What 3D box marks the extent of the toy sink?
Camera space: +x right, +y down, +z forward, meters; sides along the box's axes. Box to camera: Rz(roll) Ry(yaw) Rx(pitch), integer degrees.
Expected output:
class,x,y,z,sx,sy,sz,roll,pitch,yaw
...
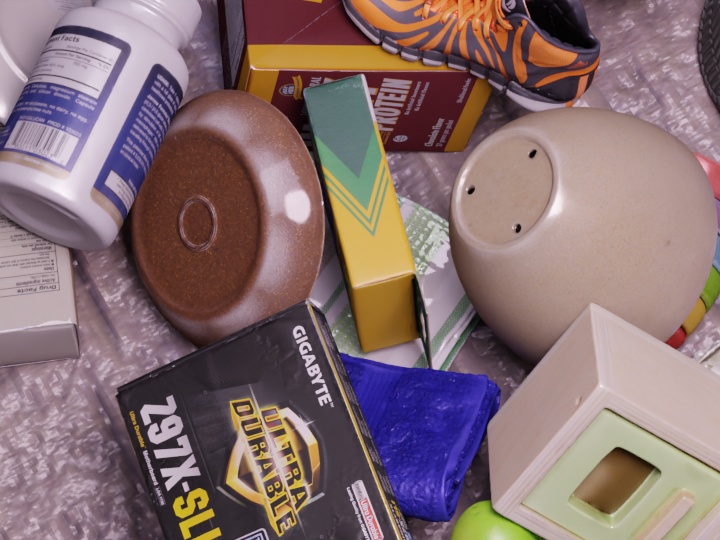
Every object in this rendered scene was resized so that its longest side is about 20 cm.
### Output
class,x,y,z,sx,sy,sz,roll,pitch,yaw
toy sink,0.207,0.142,1.598,0.199,0.131,0.112,30,28,-17

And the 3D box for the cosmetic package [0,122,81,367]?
class,x,y,z,sx,sy,sz,roll,pitch,yaw
cosmetic package,-0.276,-0.030,1.759,0.104,0.071,0.201,-6,66,-4

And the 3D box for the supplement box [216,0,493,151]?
class,x,y,z,sx,sy,sz,roll,pitch,yaw
supplement box,-0.008,-0.212,1.789,0.196,0.133,0.201,-1,66,-11

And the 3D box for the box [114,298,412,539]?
class,x,y,z,sx,sy,sz,roll,pitch,yaw
box,-0.067,0.144,1.594,0.159,0.049,0.201,-25,70,9

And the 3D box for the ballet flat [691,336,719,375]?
class,x,y,z,sx,sy,sz,roll,pitch,yaw
ballet flat,0.282,0.073,1.719,0.072,0.072,0.200,41,73,16

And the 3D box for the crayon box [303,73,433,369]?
class,x,y,z,sx,sy,sz,roll,pitch,yaw
crayon box,0.005,-0.028,1.701,0.051,0.126,0.201,-14,66,-3

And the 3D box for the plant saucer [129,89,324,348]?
class,x,y,z,sx,sy,sz,roll,pitch,yaw
plant saucer,-0.112,-0.036,1.708,0.037,0.200,0.201,-3,57,-48

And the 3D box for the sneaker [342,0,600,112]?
class,x,y,z,sx,sy,sz,roll,pitch,yaw
sneaker,0.088,-0.195,1.664,0.199,0.112,0.078,21,64,-2

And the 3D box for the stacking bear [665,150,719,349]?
class,x,y,z,sx,sy,sz,roll,pitch,yaw
stacking bear,0.217,0.017,1.723,0.121,0.114,0.201,20,74,17

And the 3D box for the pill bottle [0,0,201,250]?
class,x,y,z,sx,sy,sz,roll,pitch,yaw
pill bottle,-0.195,-0.126,1.698,0.110,0.111,0.201,21,71,9

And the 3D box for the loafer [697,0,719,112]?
class,x,y,z,sx,sy,sz,roll,pitch,yaw
loafer,0.325,-0.146,1.817,0.069,0.075,0.201,-7,71,-16

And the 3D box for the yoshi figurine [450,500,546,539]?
class,x,y,z,sx,sy,sz,roll,pitch,yaw
yoshi figurine,0.138,0.221,1.604,0.199,0.112,0.113,16,74,-13

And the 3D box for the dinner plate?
class,x,y,z,sx,sy,sz,roll,pitch,yaw
dinner plate,-0.236,-0.179,1.788,0.199,0.024,0.201,24,48,-28

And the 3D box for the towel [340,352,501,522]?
class,x,y,z,sx,sy,sz,roll,pitch,yaw
towel,-0.008,0.112,1.662,0.198,0.050,0.148,6,36,17

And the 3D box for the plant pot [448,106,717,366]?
class,x,y,z,sx,sy,sz,roll,pitch,yaw
plant pot,0.140,-0.036,1.646,0.199,0.134,0.202,-15,64,34

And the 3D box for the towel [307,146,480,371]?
class,x,y,z,sx,sy,sz,roll,pitch,yaw
towel,0.000,0.000,1.769,0.199,0.031,0.150,30,69,13
